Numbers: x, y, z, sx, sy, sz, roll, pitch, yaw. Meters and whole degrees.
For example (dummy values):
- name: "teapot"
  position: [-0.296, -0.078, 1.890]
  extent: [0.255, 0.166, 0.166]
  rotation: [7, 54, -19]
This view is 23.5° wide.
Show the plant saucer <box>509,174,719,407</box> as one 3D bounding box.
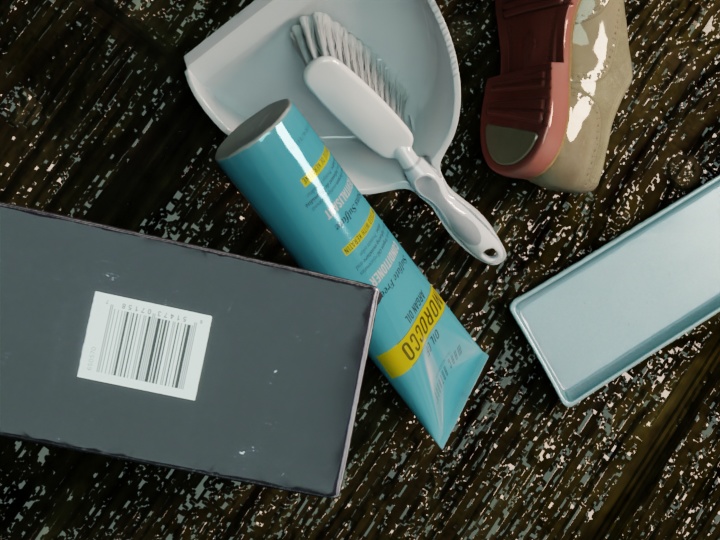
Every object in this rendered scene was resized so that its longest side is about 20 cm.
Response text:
- name: "plant saucer"
  position: [0.182, 0.000, 1.015]
  extent: [0.200, 0.019, 0.070]
  rotation: [-31, 94, -12]

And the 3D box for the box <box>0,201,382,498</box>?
- name: "box"
  position: [-0.113, 0.042, 0.858]
  extent: [0.199, 0.182, 0.104]
  rotation: [13, 84, -12]

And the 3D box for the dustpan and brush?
- name: "dustpan and brush"
  position: [0.016, -0.076, 0.948]
  extent: [0.139, 0.057, 0.200]
  rotation: [-34, 126, 19]

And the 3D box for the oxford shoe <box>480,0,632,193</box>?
- name: "oxford shoe"
  position: [0.122, -0.141, 0.995]
  extent: [0.075, 0.070, 0.201]
  rotation: [20, 80, -38]

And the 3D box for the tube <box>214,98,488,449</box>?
- name: "tube"
  position: [0.000, 0.000, 0.934]
  extent: [0.200, 0.050, 0.078]
  rotation: [52, 48, -20]
